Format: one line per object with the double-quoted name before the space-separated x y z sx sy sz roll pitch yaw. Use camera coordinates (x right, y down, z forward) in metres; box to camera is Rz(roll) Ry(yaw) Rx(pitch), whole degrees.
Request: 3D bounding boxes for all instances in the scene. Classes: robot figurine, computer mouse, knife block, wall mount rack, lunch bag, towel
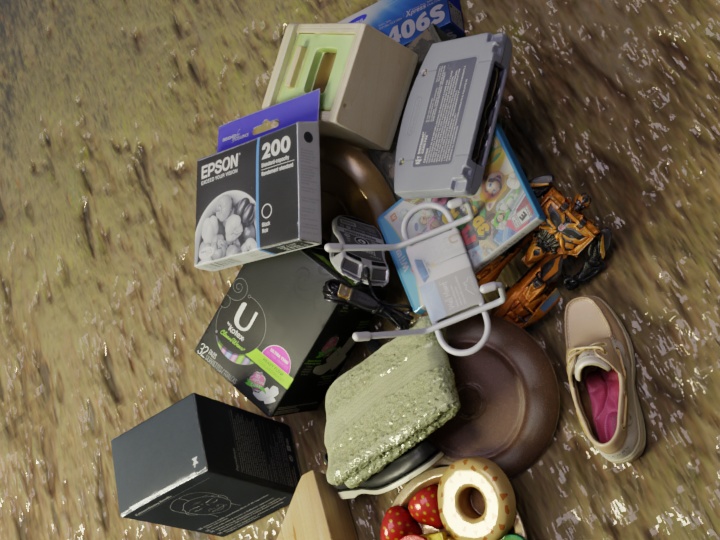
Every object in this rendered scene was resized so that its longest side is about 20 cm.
"robot figurine" 0.199 -0.014 1.321 0.145 0.058 0.200 42 109 0
"computer mouse" 0.000 0.000 1.351 0.200 0.109 0.044 -100 30 -59
"knife block" -0.026 0.366 1.359 0.175 0.064 0.201 17 82 38
"wall mount rack" 0.063 0.005 1.263 0.173 0.075 0.201 -22 62 6
"lunch bag" 0.092 -0.189 1.461 0.164 0.117 0.201 -36 50 22
"towel" 0.029 0.152 1.297 0.200 0.036 0.149 -37 41 28

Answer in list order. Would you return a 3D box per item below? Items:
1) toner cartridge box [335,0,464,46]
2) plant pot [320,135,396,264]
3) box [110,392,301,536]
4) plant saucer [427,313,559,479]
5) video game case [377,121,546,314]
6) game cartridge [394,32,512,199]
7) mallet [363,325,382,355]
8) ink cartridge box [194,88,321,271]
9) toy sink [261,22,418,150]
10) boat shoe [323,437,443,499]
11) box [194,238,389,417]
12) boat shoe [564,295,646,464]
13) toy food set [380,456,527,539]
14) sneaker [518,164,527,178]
"toner cartridge box" 0.048 -0.341 1.602 0.199 0.043 0.096 -21 59 28
"plant pot" -0.033 -0.079 1.478 0.199 0.201 0.027 15 36 39
"box" -0.194 0.254 1.437 0.148 0.200 0.108 -30 57 22
"plant saucer" 0.130 0.151 1.305 0.199 0.037 0.202 0 90 23
"video game case" 0.114 -0.061 1.327 0.200 0.018 0.144 -39 56 29
"game cartridge" 0.105 -0.182 1.339 0.133 0.041 0.201 3 74 45
"mallet" 0.055 0.133 1.414 0.066 0.041 0.200 -42 49 17
"ink cartridge box" -0.130 -0.113 1.394 0.197 0.043 0.201 -13 71 42
"toy sink" -0.045 -0.241 1.449 0.199 0.112 0.131 15 85 48
"boat shoe" 0.022 0.226 1.331 0.201 0.073 0.063 -26 92 54
"box" -0.089 0.063 1.448 0.148 0.124 0.201 37 104 23
"boat shoe" 0.265 0.112 1.246 0.073 0.069 0.201 -26 59 25
"toy food set" 0.105 0.322 1.274 0.199 0.049 0.199 -24 69 29
"sneaker" 0.150 -0.056 1.398 0.071 0.098 0.201 41 121 40
